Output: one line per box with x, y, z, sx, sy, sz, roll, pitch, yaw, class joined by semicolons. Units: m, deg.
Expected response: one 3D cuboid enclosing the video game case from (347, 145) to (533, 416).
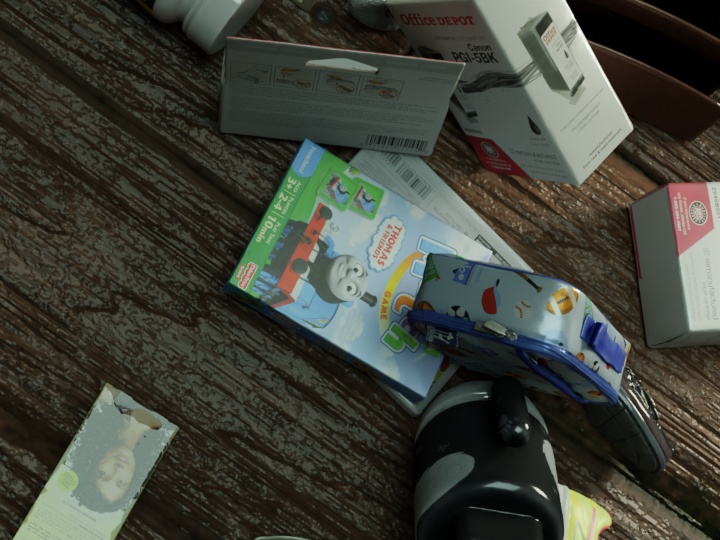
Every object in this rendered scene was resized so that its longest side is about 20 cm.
0.035;-0.002;1.166;0.200;0.023;0.182;44;70;-3;video game case

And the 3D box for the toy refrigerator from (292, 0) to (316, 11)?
-0.040;-0.311;1.124;0.075;0.200;0.070;36;71;-5;toy refrigerator

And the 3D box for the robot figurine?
0.106;0.181;1.056;0.149;0.201;0.125;-36;115;21;robot figurine

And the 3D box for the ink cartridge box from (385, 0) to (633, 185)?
0.130;-0.183;1.131;0.083;0.146;0.201;-44;117;-16;ink cartridge box

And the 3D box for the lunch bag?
0.136;0.052;1.049;0.158;0.200;0.077;15;80;31;lunch bag

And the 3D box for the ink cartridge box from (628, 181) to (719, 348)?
0.372;-0.007;1.228;0.197;0.085;0.148;-2;78;-18;ink cartridge box

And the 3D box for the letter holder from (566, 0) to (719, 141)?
0.277;-0.228;1.223;0.197;0.142;0.102;23;72;-9;letter holder

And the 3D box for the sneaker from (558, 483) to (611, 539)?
0.178;0.287;1.108;0.089;0.078;0.203;18;75;-18;sneaker

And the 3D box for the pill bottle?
-0.176;-0.294;1.128;0.200;0.114;0.115;42;70;-2;pill bottle

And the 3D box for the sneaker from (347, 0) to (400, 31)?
0.066;-0.302;1.221;0.197;0.075;0.117;-14;80;-23;sneaker

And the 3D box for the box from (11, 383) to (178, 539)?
-0.228;0.197;1.030;0.075;0.050;0.202;30;72;-7;box

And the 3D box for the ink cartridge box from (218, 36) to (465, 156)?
-0.020;-0.163;1.092;0.196;0.177;0.045;6;69;-6;ink cartridge box

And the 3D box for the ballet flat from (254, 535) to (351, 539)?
-0.090;0.257;1.052;0.197;0.069;0.072;-6;60;-21;ballet flat

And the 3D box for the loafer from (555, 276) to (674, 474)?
0.226;0.092;1.173;0.063;0.072;0.201;-38;86;-24;loafer

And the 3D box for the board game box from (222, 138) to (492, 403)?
0.000;0.000;1.124;0.198;0.037;0.153;30;71;-8;board game box
